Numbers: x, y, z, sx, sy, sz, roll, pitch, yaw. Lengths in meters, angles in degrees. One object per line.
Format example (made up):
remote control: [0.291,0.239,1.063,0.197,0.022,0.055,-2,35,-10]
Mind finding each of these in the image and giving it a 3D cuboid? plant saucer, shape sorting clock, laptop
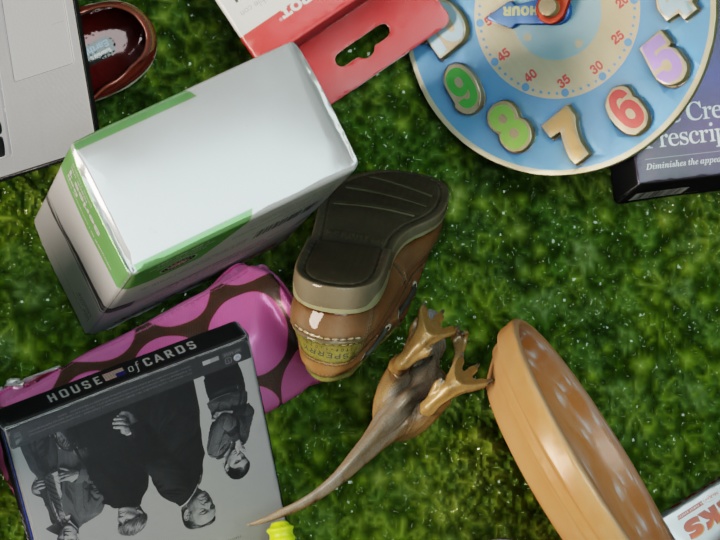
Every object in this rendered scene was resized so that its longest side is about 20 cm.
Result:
plant saucer: [0.131,0.122,1.660,0.037,0.200,0.200,-33,91,9]
shape sorting clock: [0.120,-0.158,1.714,0.199,0.039,0.201,-1,88,24]
laptop: [-0.271,-0.142,1.595,0.199,0.116,0.188,-16,68,12]

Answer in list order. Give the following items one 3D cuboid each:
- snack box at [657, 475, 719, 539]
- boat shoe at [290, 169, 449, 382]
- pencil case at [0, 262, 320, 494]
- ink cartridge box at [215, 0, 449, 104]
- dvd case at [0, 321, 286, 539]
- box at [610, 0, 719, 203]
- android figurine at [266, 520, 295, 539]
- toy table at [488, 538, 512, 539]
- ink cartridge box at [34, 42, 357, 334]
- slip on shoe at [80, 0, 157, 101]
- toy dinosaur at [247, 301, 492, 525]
snack box: [0.284,0.137,1.774,0.200,0.024,0.072,-30,89,-16]
boat shoe: [0.000,0.000,1.664,0.072,0.200,0.068,13,116,16]
pencil case: [-0.121,0.069,1.650,0.200,0.091,0.094,-28,89,-18]
ink cartridge box: [-0.045,-0.204,1.699,0.116,0.067,0.200,-34,91,4]
dvd case: [-0.118,0.139,1.615,0.150,0.025,0.200,-21,125,-16]
box: [0.253,-0.127,1.764,0.199,0.079,0.142,-7,82,-7]
android figurine: [-0.024,0.240,1.602,0.041,0.182,0.201,-12,87,-3]
toy table: [0.102,0.260,1.665,0.183,0.117,0.201,-18,88,-16]
ink cartridge box: [-0.100,-0.043,1.612,0.146,0.200,0.084,-26,86,-17]
slip on shoe: [-0.208,-0.106,1.664,0.200,0.061,0.074,-28,92,-15]
toy dinosaur: [0.024,0.083,1.647,0.060,0.106,0.200,39,41,3]
